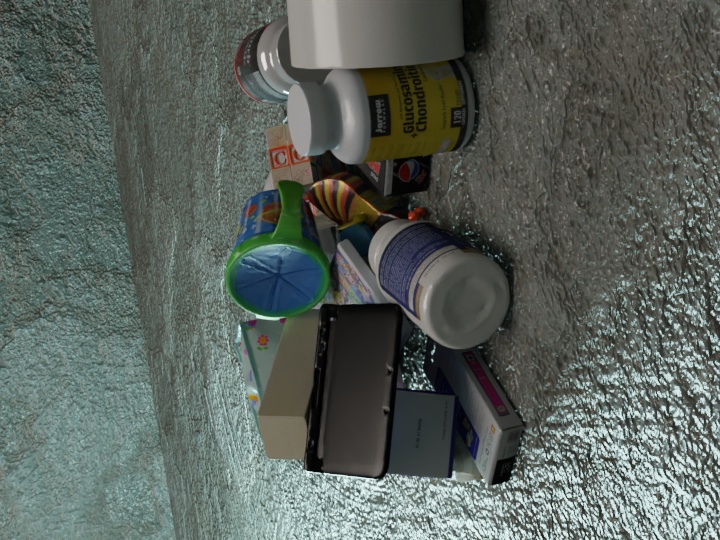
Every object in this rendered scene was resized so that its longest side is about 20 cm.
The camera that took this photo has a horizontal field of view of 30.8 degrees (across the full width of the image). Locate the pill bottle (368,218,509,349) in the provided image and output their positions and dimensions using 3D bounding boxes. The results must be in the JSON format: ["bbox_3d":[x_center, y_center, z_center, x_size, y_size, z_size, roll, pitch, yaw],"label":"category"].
[{"bbox_3d":[0.084,0.006,1.531,0.200,0.110,0.112,-140,45,-61],"label":"pill bottle"}]

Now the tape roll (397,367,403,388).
[{"bbox_3d":[-0.022,0.141,1.836,0.202,0.037,0.205,24,125,40],"label":"tape roll"}]

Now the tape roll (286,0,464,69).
[{"bbox_3d":[0.015,-0.305,1.462,0.202,0.200,0.141,-152,55,-65],"label":"tape roll"}]

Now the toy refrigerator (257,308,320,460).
[{"bbox_3d":[-0.078,0.142,1.670,0.201,0.069,0.077,-77,-18,-49],"label":"toy refrigerator"}]

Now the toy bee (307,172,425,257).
[{"bbox_3d":[0.031,-0.063,1.688,0.109,0.199,0.131,-45,14,33],"label":"toy bee"}]

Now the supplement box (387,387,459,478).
[{"bbox_3d":[0.038,0.198,1.632,0.200,0.102,0.103,166,111,-73],"label":"supplement box"}]

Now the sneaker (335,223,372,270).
[{"bbox_3d":[0.000,0.000,1.773,0.085,0.073,0.202,108,161,-49],"label":"sneaker"}]

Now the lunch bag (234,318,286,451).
[{"bbox_3d":[-0.088,0.169,1.981,0.122,0.168,0.202,112,143,-64],"label":"lunch bag"}]

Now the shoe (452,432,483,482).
[{"bbox_3d":[0.098,0.225,1.664,0.200,0.053,0.071,-172,74,-69],"label":"shoe"}]

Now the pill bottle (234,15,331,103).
[{"bbox_3d":[-0.107,-0.310,1.915,0.200,0.114,0.118,-176,78,-69],"label":"pill bottle"}]

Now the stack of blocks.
[{"bbox_3d":[-0.067,-0.129,1.818,0.200,0.058,0.117,20,-121,-75],"label":"stack of blocks"}]

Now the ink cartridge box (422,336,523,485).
[{"bbox_3d":[0.131,0.152,1.571,0.201,0.037,0.096,-122,29,-43],"label":"ink cartridge box"}]

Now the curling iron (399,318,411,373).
[{"bbox_3d":[0.052,0.104,1.779,0.050,0.025,0.202,-118,27,-49],"label":"curling iron"}]

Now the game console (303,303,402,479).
[{"bbox_3d":[0.001,0.147,1.574,0.176,0.115,0.203,41,-126,-75],"label":"game console"}]

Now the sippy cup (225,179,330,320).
[{"bbox_3d":[-0.108,-0.031,1.698,0.177,0.139,0.131,-35,36,25],"label":"sippy cup"}]

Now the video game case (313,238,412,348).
[{"bbox_3d":[-0.002,0.063,1.691,0.144,0.018,0.200,54,155,16],"label":"video game case"}]

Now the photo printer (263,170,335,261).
[{"bbox_3d":[-0.104,-0.067,2.072,0.167,0.069,0.202,111,145,-55],"label":"photo printer"}]

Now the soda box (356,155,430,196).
[{"bbox_3d":[0.022,-0.172,1.695,0.200,0.063,0.072,-128,35,-53],"label":"soda box"}]

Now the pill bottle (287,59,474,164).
[{"bbox_3d":[0.022,-0.182,1.492,0.112,0.198,0.114,171,90,-70],"label":"pill bottle"}]
